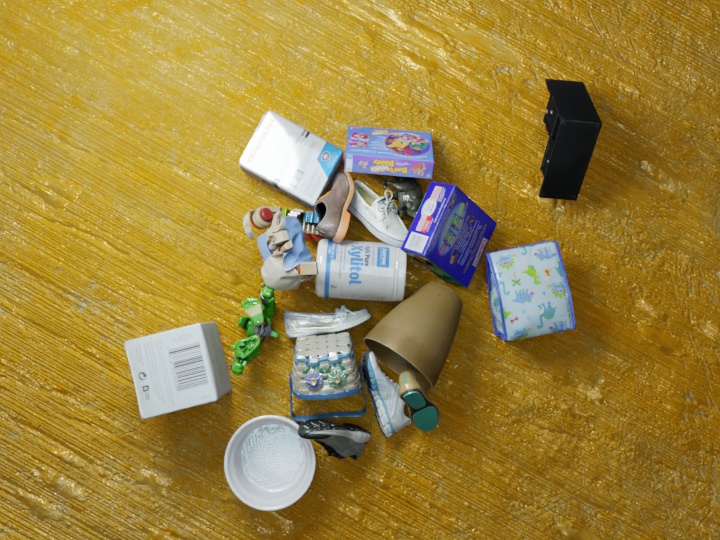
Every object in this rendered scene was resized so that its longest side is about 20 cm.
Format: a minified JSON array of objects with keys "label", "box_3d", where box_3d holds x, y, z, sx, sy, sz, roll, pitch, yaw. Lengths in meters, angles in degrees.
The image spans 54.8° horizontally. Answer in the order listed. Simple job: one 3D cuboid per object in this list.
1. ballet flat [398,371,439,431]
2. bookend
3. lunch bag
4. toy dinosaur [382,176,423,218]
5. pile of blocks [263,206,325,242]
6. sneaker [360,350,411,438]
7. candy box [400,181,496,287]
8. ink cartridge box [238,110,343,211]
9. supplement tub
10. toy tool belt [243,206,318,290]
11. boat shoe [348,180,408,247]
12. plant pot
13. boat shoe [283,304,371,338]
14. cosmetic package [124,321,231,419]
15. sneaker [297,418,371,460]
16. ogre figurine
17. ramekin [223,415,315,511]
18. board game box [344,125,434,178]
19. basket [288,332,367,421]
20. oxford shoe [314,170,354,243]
[{"label":"ballet flat","box_3d":[0.130,0.287,1.539,0.068,0.201,0.063,-20,49,5]},{"label":"bookend","box_3d":[0.464,-0.304,1.602,0.091,0.200,0.201,5,41,-1]},{"label":"lunch bag","box_3d":[0.377,0.044,1.569,0.168,0.127,0.203,-11,96,-2]},{"label":"toy dinosaur","box_3d":[0.109,-0.174,1.614,0.101,0.077,0.202,-19,69,-22]},{"label":"pile of blocks","box_3d":[-0.128,-0.101,1.589,0.197,0.082,0.063,8,85,-1]},{"label":"sneaker","box_3d":[0.061,0.270,1.576,0.086,0.075,0.202,-19,97,-11]},{"label":"candy box","box_3d":[0.199,-0.077,1.542,0.077,0.199,0.171,20,82,44]},{"label":"ink cartridge box","box_3d":[-0.158,-0.251,1.598,0.198,0.084,0.147,29,85,2]},{"label":"supplement tub","box_3d":[0.000,0.000,1.560,0.197,0.132,0.134,3,86,-1]},{"label":"toy tool belt","box_3d":[-0.159,-0.064,1.499,0.122,0.124,0.202,-30,78,40]},{"label":"boat shoe","box_3d":[0.048,-0.139,1.561,0.074,0.087,0.202,-18,51,-40]},{"label":"plant pot","box_3d":[0.138,0.130,1.544,0.186,0.186,0.201,38,74,1]},{"label":"boat shoe","box_3d":[-0.076,0.109,1.580,0.199,0.074,0.066,-10,90,5]},{"label":"cosmetic package","box_3d":[-0.387,0.209,1.499,0.163,0.200,0.167,-14,86,-3]},{"label":"sneaker","box_3d":[-0.057,0.373,1.515,0.199,0.074,0.080,23,83,-42]},{"label":"ogre figurine","box_3d":[-0.232,0.132,1.550,0.097,0.120,0.203,1,84,3]},{"label":"ramekin","box_3d":[-0.197,0.418,1.540,0.198,0.098,0.203,0,85,-2]},{"label":"board game box","box_3d":[0.065,-0.272,1.584,0.197,0.135,0.045,5,129,-1]},{"label":"basket","box_3d":[-0.079,0.246,1.545,0.174,0.140,0.202,-7,120,-1]},{"label":"oxford shoe","box_3d":[-0.061,-0.157,1.552,0.072,0.071,0.202,19,47,-18]}]
